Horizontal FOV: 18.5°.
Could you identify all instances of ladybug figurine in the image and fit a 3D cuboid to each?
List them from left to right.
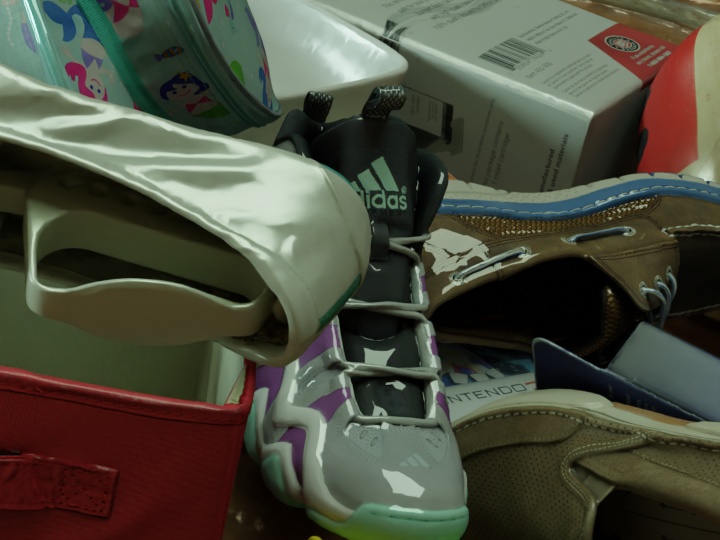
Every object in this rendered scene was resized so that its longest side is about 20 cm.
[{"bbox_3d":[0.184,-0.050,1.117,0.072,0.136,0.200,-13,36,22],"label":"ladybug figurine"}]

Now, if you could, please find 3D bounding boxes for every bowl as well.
[{"bbox_3d":[-0.099,-0.101,1.066,0.199,0.075,0.200,31,25,22],"label":"bowl"}]

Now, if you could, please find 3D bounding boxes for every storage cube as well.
[{"bbox_3d":[-0.131,0.060,0.709,0.170,0.180,0.200,9,27,-8],"label":"storage cube"}]

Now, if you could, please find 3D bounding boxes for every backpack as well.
[{"bbox_3d":[-0.118,-0.086,0.860,0.150,0.178,0.201,-17,66,10],"label":"backpack"}]

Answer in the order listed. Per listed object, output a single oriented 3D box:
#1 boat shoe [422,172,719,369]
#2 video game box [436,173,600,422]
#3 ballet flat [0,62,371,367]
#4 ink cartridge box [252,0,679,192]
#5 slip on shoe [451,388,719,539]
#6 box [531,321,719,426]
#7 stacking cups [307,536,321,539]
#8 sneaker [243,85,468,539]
[{"bbox_3d":[0.095,0.008,0.939,0.199,0.072,0.072,-2,42,-23],"label":"boat shoe"},{"bbox_3d":[0.017,0.026,0.982,0.182,0.047,0.200,-5,33,-35],"label":"video game box"},{"bbox_3d":[-0.096,-0.019,0.621,0.199,0.070,0.069,15,28,1],"label":"ballet flat"},{"bbox_3d":[0.054,-0.101,1.191,0.200,0.083,0.147,24,28,20],"label":"ink cartridge box"},{"bbox_3d":[0.092,0.092,0.808,0.200,0.076,0.061,4,26,38],"label":"slip on shoe"},{"bbox_3d":[0.159,0.089,0.848,0.200,0.121,0.032,26,62,24],"label":"box"},{"bbox_3d":[0.072,0.140,0.785,0.199,0.061,0.061,11,27,-11],"label":"stacking cups"},{"bbox_3d":[0.000,0.000,0.821,0.078,0.140,0.200,3,29,-27],"label":"sneaker"}]
